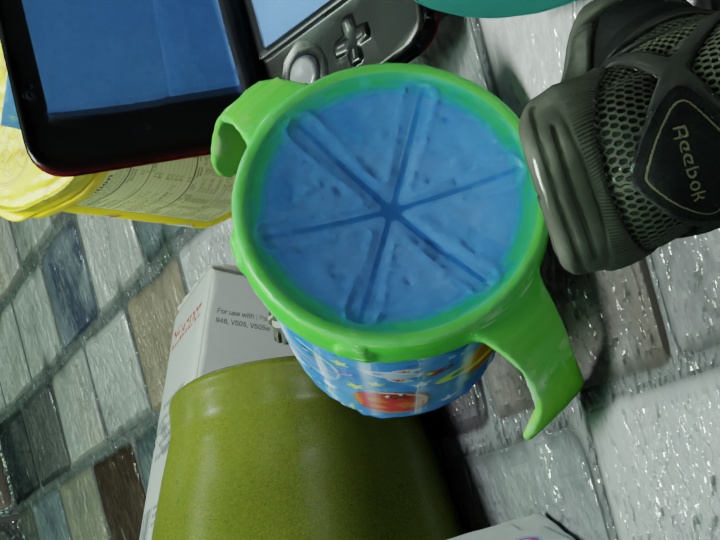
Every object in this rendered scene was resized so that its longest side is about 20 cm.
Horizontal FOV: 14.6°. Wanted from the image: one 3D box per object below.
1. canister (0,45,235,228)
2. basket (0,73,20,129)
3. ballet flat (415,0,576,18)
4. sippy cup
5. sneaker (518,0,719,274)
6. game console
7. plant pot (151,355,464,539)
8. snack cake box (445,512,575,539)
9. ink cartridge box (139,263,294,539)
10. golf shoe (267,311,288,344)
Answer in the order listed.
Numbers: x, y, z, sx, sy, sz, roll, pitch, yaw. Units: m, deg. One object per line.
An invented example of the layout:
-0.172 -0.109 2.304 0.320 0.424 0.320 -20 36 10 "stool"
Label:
-0.146 -0.099 1.620 0.200 0.086 0.149 7 -117 -61 "canister"
-0.155 -0.189 1.444 0.176 0.139 0.200 125 159 -70 "basket"
0.068 -0.136 1.057 0.200 0.074 0.074 -177 74 -73 "ballet flat"
0.014 -0.002 1.234 0.130 0.139 0.178 88 171 -65 "sippy cup"
0.121 -0.056 0.909 0.199 0.114 0.076 -50 -55 -73 "sneaker"
-0.078 -0.162 1.301 0.172 0.119 0.200 -33 65 40 "game console"
-0.028 0.151 1.440 0.200 0.200 0.193 118 148 -69 "plant pot"
0.058 0.226 1.293 0.067 0.115 0.200 -149 47 -69 "snack cake box"
-0.072 0.111 1.604 0.147 0.083 0.200 136 143 -73 "ink cartridge box"
0.000 0.000 1.392 0.200 0.077 0.088 -164 74 -68 "golf shoe"
